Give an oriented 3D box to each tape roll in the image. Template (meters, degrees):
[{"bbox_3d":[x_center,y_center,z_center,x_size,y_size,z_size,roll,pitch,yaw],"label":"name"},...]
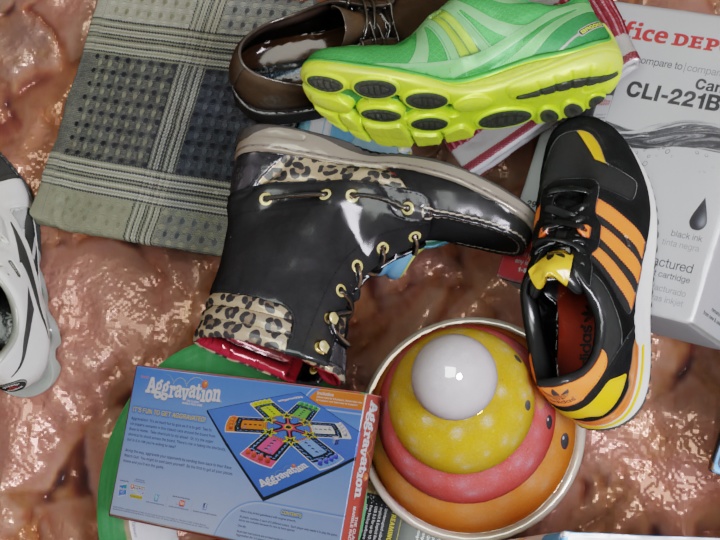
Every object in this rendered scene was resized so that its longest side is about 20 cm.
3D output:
[{"bbox_3d":[-0.087,0.147,1.153,0.200,0.048,0.201,-11,71,36],"label":"tape roll"}]

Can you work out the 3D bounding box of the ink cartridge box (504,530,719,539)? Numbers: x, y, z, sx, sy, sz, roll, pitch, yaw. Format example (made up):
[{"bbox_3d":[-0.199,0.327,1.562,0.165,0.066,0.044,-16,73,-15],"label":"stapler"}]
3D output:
[{"bbox_3d":[0.156,0.227,1.073,0.125,0.200,0.129,3,80,-7],"label":"ink cartridge box"}]

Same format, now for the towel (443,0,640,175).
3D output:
[{"bbox_3d":[0.093,-0.174,1.186,0.144,0.023,0.200,-35,57,21],"label":"towel"}]

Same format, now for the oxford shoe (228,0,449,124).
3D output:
[{"bbox_3d":[0.013,-0.144,1.134,0.199,0.084,0.073,-17,77,-3],"label":"oxford shoe"}]

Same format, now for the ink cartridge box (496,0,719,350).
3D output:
[{"bbox_3d":[0.193,-0.065,1.144,0.144,0.084,0.200,14,82,33],"label":"ink cartridge box"}]

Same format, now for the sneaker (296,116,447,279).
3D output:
[{"bbox_3d":[0.019,-0.083,1.211,0.130,0.080,0.200,17,72,-4],"label":"sneaker"}]

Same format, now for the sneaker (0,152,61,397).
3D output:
[{"bbox_3d":[-0.266,-0.013,1.239,0.074,0.089,0.200,-23,76,7],"label":"sneaker"}]

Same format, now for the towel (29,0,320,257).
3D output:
[{"bbox_3d":[-0.127,-0.107,1.233,0.200,0.035,0.193,12,81,31],"label":"towel"}]

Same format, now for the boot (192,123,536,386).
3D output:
[{"bbox_3d":[0.000,0.000,1.102,0.199,0.073,0.151,16,69,1],"label":"boot"}]

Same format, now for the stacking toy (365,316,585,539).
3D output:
[{"bbox_3d":[0.062,0.083,1.053,0.146,0.200,0.147,-2,77,6],"label":"stacking toy"}]

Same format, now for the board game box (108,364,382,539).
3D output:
[{"bbox_3d":[-0.076,0.119,1.109,0.200,0.019,0.103,4,82,40],"label":"board game box"}]

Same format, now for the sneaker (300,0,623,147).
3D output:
[{"bbox_3d":[0.060,-0.130,1.094,0.199,0.074,0.084,-6,59,-8],"label":"sneaker"}]

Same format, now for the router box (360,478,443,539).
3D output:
[{"bbox_3d":[0.011,0.192,1.169,0.149,0.051,0.201,12,83,10],"label":"router box"}]

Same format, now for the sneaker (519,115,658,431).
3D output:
[{"bbox_3d":[0.132,-0.009,1.058,0.070,0.090,0.201,-10,70,28],"label":"sneaker"}]

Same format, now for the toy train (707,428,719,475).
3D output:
[{"bbox_3d":[0.280,0.050,1.112,0.086,0.114,0.201,18,84,2],"label":"toy train"}]
